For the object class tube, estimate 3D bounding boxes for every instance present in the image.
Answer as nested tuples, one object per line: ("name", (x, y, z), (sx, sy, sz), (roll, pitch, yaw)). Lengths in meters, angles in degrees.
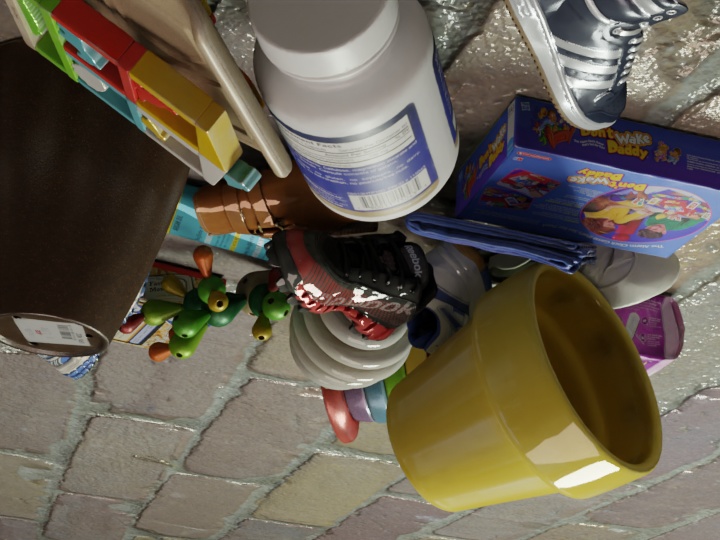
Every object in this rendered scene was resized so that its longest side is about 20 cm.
("tube", (-0.132, -0.048, 1.149), (0.199, 0.051, 0.078), (15, 140, -11))

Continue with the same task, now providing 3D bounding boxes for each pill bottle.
("pill bottle", (-0.005, -0.127, 0.841), (0.119, 0.120, 0.200), (-1, 156, 12))

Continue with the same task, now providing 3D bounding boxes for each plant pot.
("plant pot", (-0.224, -0.043, 0.971), (0.185, 0.201, 0.187), (3, 156, 1))
("plant pot", (0.133, 0.120, 1.113), (0.188, 0.202, 0.200), (-31, 141, 28))

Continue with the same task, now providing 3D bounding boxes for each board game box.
("board game box", (-0.261, 0.030, 1.342), (0.199, 0.047, 0.151), (15, 155, -22))
("board game box", (0.193, -0.071, 1.030), (0.199, 0.045, 0.135), (10, 156, -14))

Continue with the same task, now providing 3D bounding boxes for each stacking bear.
("stacking bear", (0.061, 0.114, 1.415), (0.199, 0.122, 0.114), (-10, 162, 9))

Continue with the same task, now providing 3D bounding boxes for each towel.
("towel", (0.123, -0.023, 1.056), (0.144, 0.024, 0.200), (13, -176, 14))

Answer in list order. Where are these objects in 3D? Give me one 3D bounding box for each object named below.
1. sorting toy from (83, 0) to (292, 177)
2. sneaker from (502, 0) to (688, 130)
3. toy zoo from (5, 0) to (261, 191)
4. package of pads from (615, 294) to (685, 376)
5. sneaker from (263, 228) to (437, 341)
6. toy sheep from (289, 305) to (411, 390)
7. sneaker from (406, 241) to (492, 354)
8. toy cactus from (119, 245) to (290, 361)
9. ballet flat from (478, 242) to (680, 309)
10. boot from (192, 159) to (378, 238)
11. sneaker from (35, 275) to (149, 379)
("sorting toy", (-0.135, -0.154, 0.806), (0.199, 0.037, 0.185), (33, 167, 24))
("sneaker", (0.166, -0.157, 0.805), (0.108, 0.071, 0.200), (-6, 152, 26))
("toy zoo", (-0.146, -0.119, 0.826), (0.200, 0.021, 0.131), (37, 169, 3))
("package of pads", (0.245, 0.086, 1.347), (0.120, 0.076, 0.200), (7, 157, -14))
("sneaker", (0.000, 0.000, 1.050), (0.098, 0.071, 0.200), (-26, 152, 22))
("toy sheep", (-0.003, 0.050, 1.250), (0.137, 0.139, 0.200), (11, 142, -15))
("sneaker", (0.085, 0.055, 1.208), (0.088, 0.075, 0.201), (-30, 131, -10))
("toy cactus", (-0.129, 0.024, 1.235), (0.199, 0.103, 0.165), (-19, -179, 40))
("ballet flat", (0.193, 0.000, 1.178), (0.199, 0.070, 0.069), (-5, 155, 29))
("boot", (-0.061, -0.066, 1.034), (0.154, 0.074, 0.200), (-2, 161, -2))
("sneaker", (-0.264, 0.020, 1.215), (0.085, 0.077, 0.200), (26, 117, -23))
